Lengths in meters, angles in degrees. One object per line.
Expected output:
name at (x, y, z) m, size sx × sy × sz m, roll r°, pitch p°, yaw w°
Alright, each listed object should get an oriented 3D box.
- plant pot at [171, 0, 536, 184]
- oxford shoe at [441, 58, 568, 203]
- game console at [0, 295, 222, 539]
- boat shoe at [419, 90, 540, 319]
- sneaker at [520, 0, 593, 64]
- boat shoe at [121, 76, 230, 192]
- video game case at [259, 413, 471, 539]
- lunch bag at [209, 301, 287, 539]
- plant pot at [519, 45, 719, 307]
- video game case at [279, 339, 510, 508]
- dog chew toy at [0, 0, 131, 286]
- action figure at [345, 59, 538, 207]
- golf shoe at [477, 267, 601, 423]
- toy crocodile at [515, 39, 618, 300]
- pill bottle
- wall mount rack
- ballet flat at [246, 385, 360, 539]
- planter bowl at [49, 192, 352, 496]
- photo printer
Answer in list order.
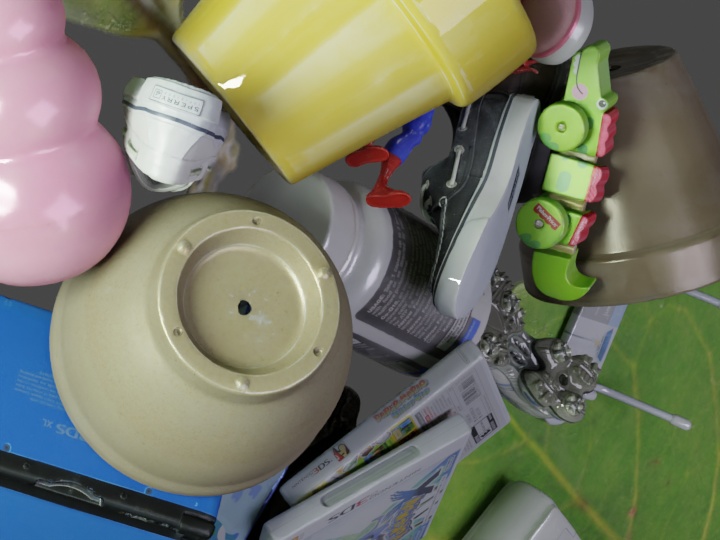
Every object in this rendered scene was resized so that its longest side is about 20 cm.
plant pot at (-0.015, -0.165, 1.369) m, size 0.189 × 0.201 × 0.201 m, roll -40°, pitch 136°, yaw -2°
oxford shoe at (0.109, -0.147, 1.583) m, size 0.084 × 0.073 × 0.200 m, roll -2°, pitch 107°, yaw -33°
game console at (-0.200, 0.134, 1.378) m, size 0.200 × 0.118 × 0.171 m, roll 19°, pitch 66°, yaw -15°
boat shoe at (0.075, -0.053, 1.497) m, size 0.072 × 0.068 × 0.200 m, roll 80°, pitch 26°, yaw -57°
sneaker at (0.087, -0.232, 1.442) m, size 0.105 × 0.200 × 0.075 m, roll 14°, pitch 133°, yaw -41°
boat shoe at (-0.128, -0.084, 1.308) m, size 0.200 × 0.073 × 0.067 m, roll 180°, pitch -70°, yaw -89°
video game case at (-0.008, 0.202, 1.588) m, size 0.182 × 0.022 × 0.200 m, roll -27°, pitch 158°, yaw -24°
lunch bag at (-0.119, 0.112, 1.476) m, size 0.200 × 0.082 × 0.161 m, roll -56°, pitch 135°, yaw -10°
plant pot at (0.215, -0.084, 1.651) m, size 0.200 × 0.200 × 0.174 m, roll -25°, pitch 110°, yaw -35°
video game case at (0.032, 0.142, 1.595) m, size 0.182 × 0.023 × 0.200 m, roll -38°, pitch 160°, yaw -3°
dog chew toy at (-0.210, -0.095, 1.253) m, size 0.124 × 0.124 × 0.200 m, roll -23°, pitch 117°, yaw -36°
action figure at (0.066, -0.133, 1.484) m, size 0.065 × 0.099 × 0.200 m, roll 64°, pitch 31°, yaw -35°
golf shoe at (0.100, 0.058, 1.674) m, size 0.200 × 0.097 × 0.078 m, roll 45°, pitch 61°, yaw -19°
toy crocodile at (0.164, -0.076, 1.552) m, size 0.067 × 0.062 × 0.200 m, roll -24°, pitch 127°, yaw -69°
pill bottle at (0.000, 0.000, 1.513) m, size 0.200 × 0.114 × 0.114 m, roll 29°, pitch 89°, yaw -49°
wall mount rack at (0.247, 0.062, 1.825) m, size 0.174 × 0.075 × 0.200 m, roll 17°, pitch 98°, yaw -48°
ballet flat at (-0.061, 0.176, 1.591) m, size 0.200 × 0.046 × 0.067 m, roll -54°, pitch 137°, yaw -10°
planter bowl at (-0.088, 0.035, 1.309) m, size 0.200 × 0.135 × 0.201 m, roll 6°, pitch 72°, yaw -19°
photo printer at (0.123, 0.309, 1.828) m, size 0.200 × 0.069 × 0.166 m, roll -51°, pitch 137°, yaw -13°
